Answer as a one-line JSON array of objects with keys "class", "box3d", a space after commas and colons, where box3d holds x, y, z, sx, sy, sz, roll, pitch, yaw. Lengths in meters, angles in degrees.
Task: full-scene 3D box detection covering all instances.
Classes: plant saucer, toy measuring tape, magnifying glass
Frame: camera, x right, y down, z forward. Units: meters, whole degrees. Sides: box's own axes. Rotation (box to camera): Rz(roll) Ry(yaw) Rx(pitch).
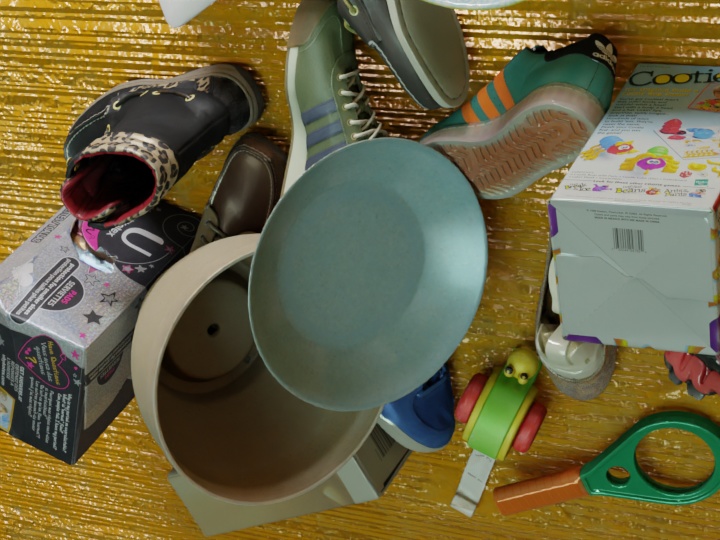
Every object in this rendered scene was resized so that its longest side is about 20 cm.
[{"class": "plant saucer", "box3d": [0.000, 0.000, 1.212, 0.039, 0.200, 0.202, 27, 138, 54]}, {"class": "toy measuring tape", "box3d": [0.101, 0.142, 1.357, 0.073, 0.074, 0.201, 27, 129, 11]}, {"class": "magnifying glass", "box3d": [0.197, 0.161, 1.331, 0.199, 0.022, 0.080, -19, 113, 26]}]

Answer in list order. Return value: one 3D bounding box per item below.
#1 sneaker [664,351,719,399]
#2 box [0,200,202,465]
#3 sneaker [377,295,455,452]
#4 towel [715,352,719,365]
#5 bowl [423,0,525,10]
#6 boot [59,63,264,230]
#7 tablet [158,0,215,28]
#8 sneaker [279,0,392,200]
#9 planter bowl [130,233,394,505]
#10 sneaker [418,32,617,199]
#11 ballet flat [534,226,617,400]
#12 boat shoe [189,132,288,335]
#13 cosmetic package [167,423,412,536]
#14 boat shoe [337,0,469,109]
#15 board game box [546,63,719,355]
[{"class": "sneaker", "box3d": [0.297, 0.066, 1.156, 0.200, 0.070, 0.099, 35, 121, 44]}, {"class": "box", "box3d": [-0.223, 0.035, 1.381, 0.114, 0.200, 0.133, 23, 129, 12]}, {"class": "sneaker", "box3d": [0.048, 0.052, 1.322, 0.111, 0.077, 0.201, -11, 108, 44]}, {"class": "towel", "box3d": [0.338, 0.045, 1.089, 0.199, 0.023, 0.145, -29, 67, 9]}, {"class": "bowl", "box3d": [0.079, -0.278, 1.072, 0.199, 0.108, 0.202, 14, 125, 21]}, {"class": "boot", "box3d": [-0.185, -0.090, 1.312, 0.199, 0.151, 0.074, -10, 115, 33]}, {"class": "tablet", "box3d": [-0.097, -0.272, 1.195, 0.199, 0.014, 0.131, -27, 79, 42]}, {"class": "sneaker", "box3d": [-0.006, -0.101, 1.244, 0.089, 0.067, 0.202, 21, 120, 28]}, {"class": "planter bowl", "box3d": [-0.092, 0.060, 1.279, 0.134, 0.199, 0.202, 27, 138, 55]}, {"class": "sneaker", "box3d": [0.114, -0.109, 1.195, 0.071, 0.080, 0.199, 38, 152, -21]}, {"class": "ballet flat", "box3d": [0.156, 0.027, 1.252, 0.068, 0.067, 0.201, 12, 125, 22]}, {"class": "boat shoe", "box3d": [-0.101, -0.018, 1.363, 0.075, 0.072, 0.201, 24, 129, 13]}, {"class": "cosmetic package", "box3d": [-0.055, 0.155, 1.430, 0.199, 0.105, 0.071, -18, 110, 38]}, {"class": "boat shoe", "box3d": [0.011, -0.201, 1.186, 0.060, 0.072, 0.202, -20, 101, 37]}, {"class": "board game box", "box3d": [0.204, -0.045, 1.091, 0.104, 0.200, 0.104, 5, 123, 25]}]
